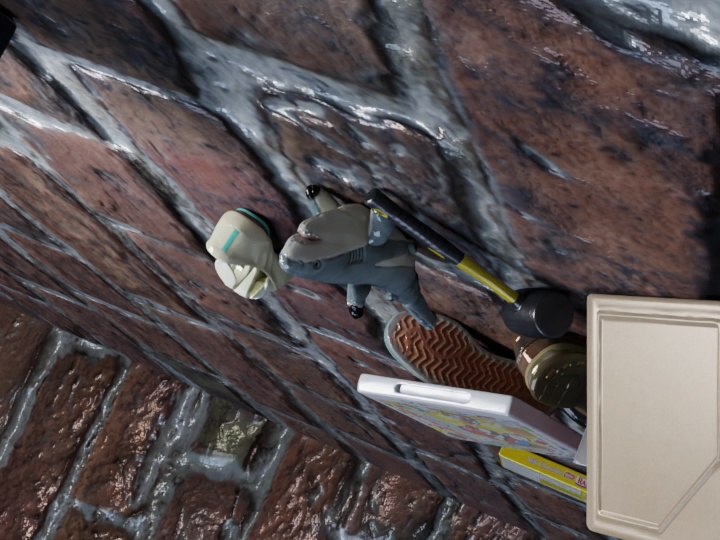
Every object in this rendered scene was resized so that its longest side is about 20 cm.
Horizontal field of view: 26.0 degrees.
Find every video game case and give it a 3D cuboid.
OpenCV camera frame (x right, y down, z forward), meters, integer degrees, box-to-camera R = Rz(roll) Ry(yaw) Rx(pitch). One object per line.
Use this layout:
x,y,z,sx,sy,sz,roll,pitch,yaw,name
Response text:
0.122,0.151,1.586,0.181,0.023,0.200,6,165,36,video game case

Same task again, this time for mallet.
0.089,-0.005,1.248,0.199,0.041,0.066,36,169,-27,mallet

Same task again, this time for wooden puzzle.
0.229,0.113,1.157,0.037,0.187,0.200,0,-179,-24,wooden puzzle

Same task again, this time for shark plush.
0.000,0.000,1.328,0.090,0.084,0.200,18,166,29,shark plush

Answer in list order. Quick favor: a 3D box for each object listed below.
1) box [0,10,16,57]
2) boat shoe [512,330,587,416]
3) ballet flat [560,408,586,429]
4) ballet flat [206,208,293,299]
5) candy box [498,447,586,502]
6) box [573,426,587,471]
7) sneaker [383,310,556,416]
-0.403,-0.161,1.175,0.123,0.201,0.198,16,164,39,box
0.206,0.091,1.374,0.199,0.072,0.068,25,-155,-43,boat shoe
0.249,0.137,1.543,0.199,0.057,0.067,33,-165,-12,ballet flat
-0.116,-0.007,1.587,0.069,0.070,0.200,22,168,14,ballet flat
0.288,0.293,2.163,0.199,0.027,0.102,22,166,13,candy box
0.294,0.178,1.253,0.157,0.050,0.199,30,168,-31,box
0.103,0.103,1.597,0.199,0.072,0.080,27,164,-16,sneaker
